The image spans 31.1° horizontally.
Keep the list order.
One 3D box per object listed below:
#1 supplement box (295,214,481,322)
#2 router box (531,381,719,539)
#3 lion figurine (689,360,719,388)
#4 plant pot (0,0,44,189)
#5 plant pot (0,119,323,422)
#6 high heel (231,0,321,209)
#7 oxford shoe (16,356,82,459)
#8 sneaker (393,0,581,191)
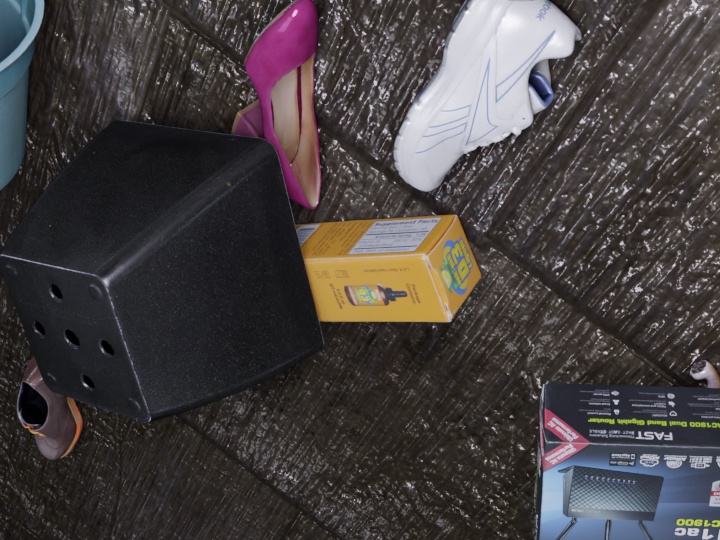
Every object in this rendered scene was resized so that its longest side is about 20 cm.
[{"bbox_3d":[0.000,0.000,1.099,0.199,0.069,0.067,0,125,39],"label":"supplement box"},{"bbox_3d":[0.231,0.161,0.978,0.198,0.062,0.151,1,131,7],"label":"router box"},{"bbox_3d":[0.245,0.155,1.046,0.199,0.073,0.123,-24,116,42],"label":"lion figurine"},{"bbox_3d":[-0.380,-0.170,1.156,0.199,0.201,0.197,31,146,10],"label":"plant pot"},{"bbox_3d":[-0.174,0.011,1.069,0.199,0.177,0.201,10,126,37],"label":"plant pot"},{"bbox_3d":[-0.044,-0.130,1.017,0.096,0.067,0.200,46,155,9],"label":"high heel"},{"bbox_3d":[-0.375,0.166,1.522,0.071,0.073,0.201,26,137,15],"label":"oxford shoe"},{"bbox_3d":[0.085,-0.120,0.927,0.087,0.075,0.201,32,139,3],"label":"sneaker"}]
